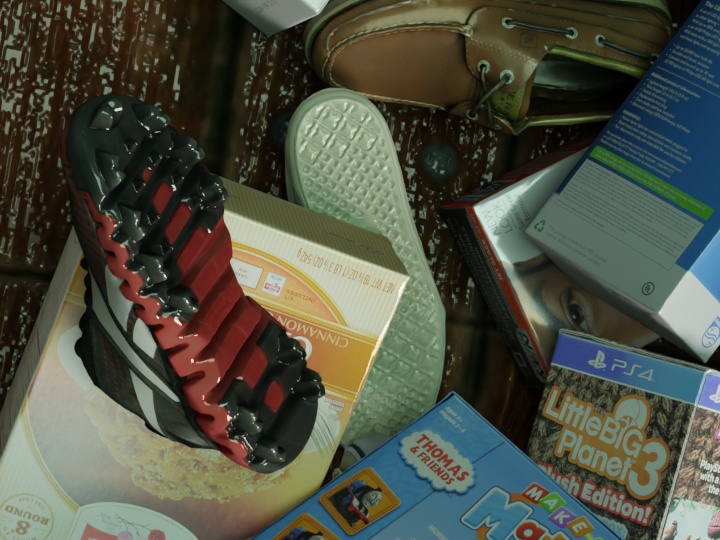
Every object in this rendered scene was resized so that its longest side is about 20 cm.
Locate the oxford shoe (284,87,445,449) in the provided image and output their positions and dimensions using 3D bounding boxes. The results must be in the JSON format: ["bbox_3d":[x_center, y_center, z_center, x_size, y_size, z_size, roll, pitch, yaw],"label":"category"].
[{"bbox_3d":[0.000,0.000,1.222,0.075,0.058,0.201,-12,105,-6],"label":"oxford shoe"}]

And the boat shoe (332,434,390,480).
[{"bbox_3d":[0.001,0.186,1.210,0.062,0.072,0.201,-5,95,-15],"label":"boat shoe"}]

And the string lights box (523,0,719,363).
[{"bbox_3d":[0.185,-0.066,1.164,0.200,0.103,0.059,-52,135,-3],"label":"string lights box"}]

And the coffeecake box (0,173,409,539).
[{"bbox_3d":[-0.087,0.058,1.161,0.153,0.073,0.200,20,103,-13],"label":"coffeecake box"}]

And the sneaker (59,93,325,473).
[{"bbox_3d":[-0.095,0.008,1.052,0.071,0.098,0.201,-55,133,-37],"label":"sneaker"}]

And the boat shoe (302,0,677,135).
[{"bbox_3d":[0.073,-0.109,1.203,0.199,0.072,0.068,-5,53,-11],"label":"boat shoe"}]

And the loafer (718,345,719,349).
[{"bbox_3d":[0.255,0.028,1.245,0.200,0.073,0.071,-12,61,-41],"label":"loafer"}]

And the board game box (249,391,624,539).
[{"bbox_3d":[0.017,0.161,1.102,0.200,0.151,0.037,-35,140,-18],"label":"board game box"}]

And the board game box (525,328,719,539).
[{"bbox_3d":[0.156,0.148,1.198,0.159,0.097,0.201,18,88,-46],"label":"board game box"}]

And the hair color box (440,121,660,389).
[{"bbox_3d":[0.158,-0.028,1.258,0.200,0.064,0.111,-27,97,-12],"label":"hair color box"}]

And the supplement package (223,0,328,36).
[{"bbox_3d":[-0.018,-0.234,1.188,0.109,0.114,0.200,38,80,-12],"label":"supplement package"}]
